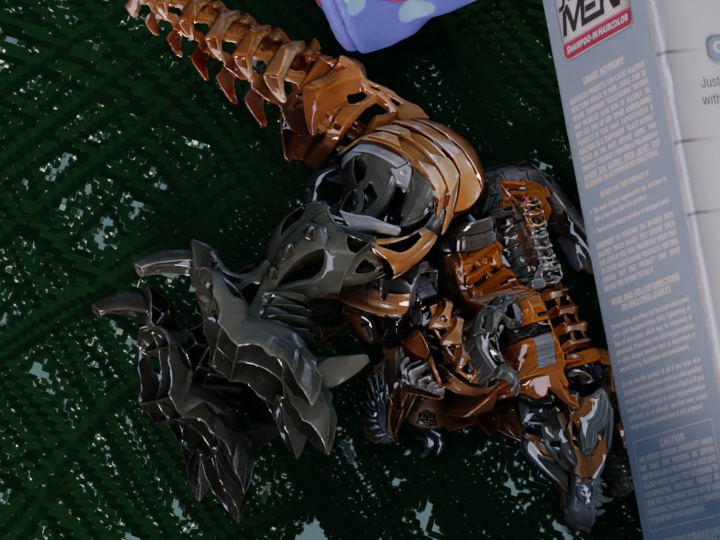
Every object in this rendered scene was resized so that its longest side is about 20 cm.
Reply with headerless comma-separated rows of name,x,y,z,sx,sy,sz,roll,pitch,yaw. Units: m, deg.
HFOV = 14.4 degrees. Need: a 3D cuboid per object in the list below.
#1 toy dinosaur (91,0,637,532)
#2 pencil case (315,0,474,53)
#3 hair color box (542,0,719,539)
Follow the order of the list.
toy dinosaur,0.000,0.000,0.837,0.200,0.102,0.136,40,62,21
pencil case,0.062,-0.137,0.844,0.199,0.087,0.078,-25,107,0
hair color box,0.123,-0.001,0.816,0.099,0.061,0.201,-6,82,-25
